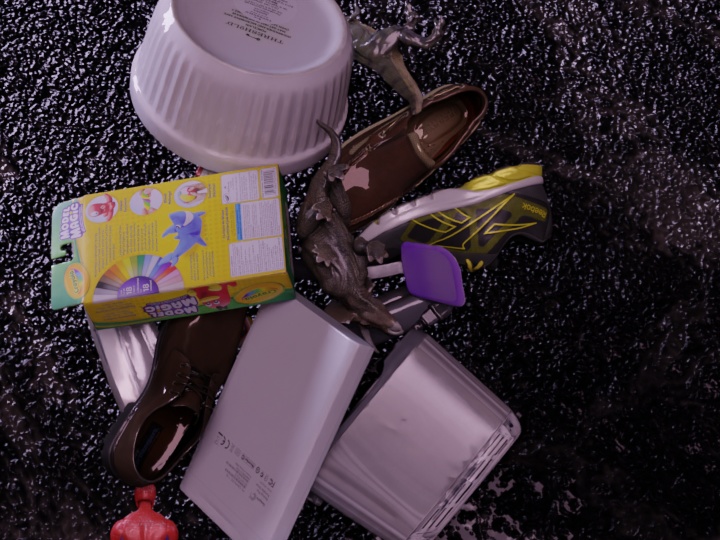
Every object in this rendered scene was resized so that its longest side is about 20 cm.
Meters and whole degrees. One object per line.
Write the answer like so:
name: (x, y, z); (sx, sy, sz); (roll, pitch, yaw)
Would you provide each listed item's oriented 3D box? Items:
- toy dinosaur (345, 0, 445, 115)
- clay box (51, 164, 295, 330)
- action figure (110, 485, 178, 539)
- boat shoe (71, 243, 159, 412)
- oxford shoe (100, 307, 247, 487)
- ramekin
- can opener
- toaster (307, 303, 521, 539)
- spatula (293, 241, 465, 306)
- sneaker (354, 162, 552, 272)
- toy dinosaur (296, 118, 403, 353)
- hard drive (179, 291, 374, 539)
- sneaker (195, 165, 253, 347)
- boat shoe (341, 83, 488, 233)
toy dinosaur: (0.029, -0.214, 1.453); (0.088, 0.047, 0.200); (-33, 52, -14)
clay box: (-0.159, -0.018, 1.313); (0.200, 0.048, 0.115); (-9, 56, 5)
action figure: (-0.186, 0.279, 1.313); (0.065, 0.052, 0.200); (3, 80, -7)
boat shoe: (-0.205, 0.037, 1.374); (0.068, 0.072, 0.200); (-17, 74, -17)
oxford shoe: (-0.141, 0.095, 1.310); (0.073, 0.084, 0.200); (28, 81, -25)
ramekin: (-0.100, -0.189, 1.384); (0.200, 0.105, 0.200); (9, 47, -10)
can opener: (-0.009, 0.072, 1.391); (0.200, 0.053, 0.067); (-22, 109, -9)
toaster: (0.048, 0.143, 1.325); (0.129, 0.114, 0.200); (39, 88, 4)
spatula: (0.000, 0.000, 1.377); (0.200, 0.057, 0.021); (2, 27, 25)
sneaker: (0.084, -0.031, 1.405); (0.200, 0.074, 0.085); (-22, 86, -3)
toy dinosaur: (-0.028, -0.028, 1.324); (0.077, 0.102, 0.200); (-18, 75, -23)
hard drive: (-0.073, 0.125, 1.299); (0.132, 0.027, 0.200); (33, 103, 46)
sneaker: (-0.118, -0.024, 1.399); (0.082, 0.078, 0.200); (4, 83, -6)
boat shoe: (0.035, -0.107, 1.406); (0.202, 0.075, 0.075); (-44, 103, -19)
